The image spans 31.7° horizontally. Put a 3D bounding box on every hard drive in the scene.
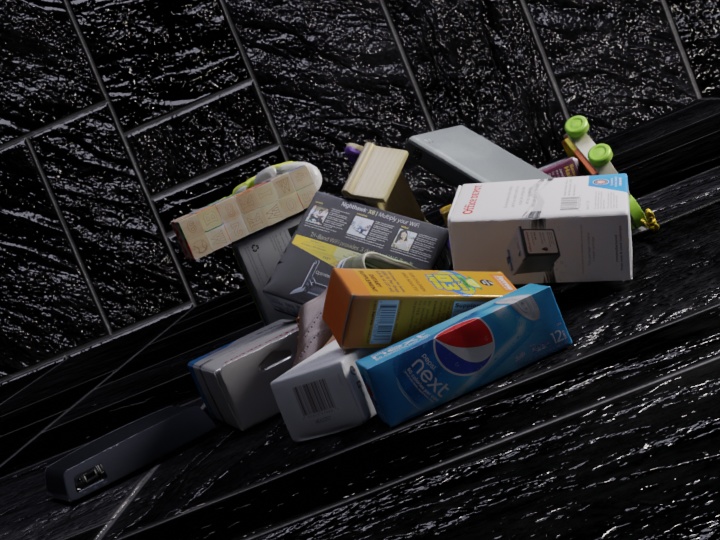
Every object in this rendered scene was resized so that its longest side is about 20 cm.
[{"bbox_3d":[-0.289,0.222,1.568,0.199,0.043,0.135,-26,6,-26],"label":"hard drive"},{"bbox_3d":[0.172,-0.124,1.652,0.139,0.200,0.033,-19,-43,-52],"label":"hard drive"}]

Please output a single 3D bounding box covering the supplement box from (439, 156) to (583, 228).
[{"bbox_3d":[0.224,-0.063,1.763,0.199,0.132,0.103,-21,4,4],"label":"supplement box"}]

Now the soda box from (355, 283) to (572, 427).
[{"bbox_3d":[0.101,0.081,1.246,0.199,0.064,0.068,-24,6,-8],"label":"soda box"}]

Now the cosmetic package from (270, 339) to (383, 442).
[{"bbox_3d":[0.002,0.107,1.359,0.101,0.074,0.200,-19,5,34],"label":"cosmetic package"}]

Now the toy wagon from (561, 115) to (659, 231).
[{"bbox_3d":[0.339,-0.117,1.732,0.039,0.155,0.200,-32,45,5],"label":"toy wagon"}]

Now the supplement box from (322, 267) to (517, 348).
[{"bbox_3d":[0.066,0.039,1.318,0.199,0.069,0.067,2,26,-24],"label":"supplement box"}]

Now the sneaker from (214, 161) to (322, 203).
[{"bbox_3d":[-0.143,-0.114,1.937,0.199,0.076,0.105,-22,4,15],"label":"sneaker"}]

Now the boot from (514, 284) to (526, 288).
[{"bbox_3d":[0.210,-0.006,1.572,0.166,0.073,0.200,-26,1,3],"label":"boot"}]

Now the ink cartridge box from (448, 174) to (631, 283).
[{"bbox_3d":[0.210,-0.048,1.466,0.199,0.086,0.147,-4,20,13],"label":"ink cartridge box"}]

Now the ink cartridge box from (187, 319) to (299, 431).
[{"bbox_3d":[-0.122,0.126,1.592,0.146,0.086,0.200,-25,7,-16],"label":"ink cartridge box"}]

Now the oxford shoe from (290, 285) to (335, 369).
[{"bbox_3d":[-0.048,0.084,1.474,0.073,0.071,0.200,21,57,24],"label":"oxford shoe"}]

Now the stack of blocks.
[{"bbox_3d":[-0.165,-0.083,1.811,0.199,0.059,0.115,-25,8,-12],"label":"stack of blocks"}]

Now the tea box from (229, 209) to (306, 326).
[{"bbox_3d":[-0.096,0.021,1.888,0.133,0.201,0.197,-23,4,-6],"label":"tea box"}]

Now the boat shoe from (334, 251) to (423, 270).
[{"bbox_3d":[0.062,0.031,1.459,0.199,0.072,0.062,18,-24,-29],"label":"boat shoe"}]

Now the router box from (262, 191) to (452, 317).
[{"bbox_3d":[0.000,0.000,1.590,0.199,0.052,0.158,18,67,25],"label":"router box"}]

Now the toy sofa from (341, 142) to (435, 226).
[{"bbox_3d":[0.034,-0.079,1.700,0.097,0.200,0.083,13,63,28],"label":"toy sofa"}]
